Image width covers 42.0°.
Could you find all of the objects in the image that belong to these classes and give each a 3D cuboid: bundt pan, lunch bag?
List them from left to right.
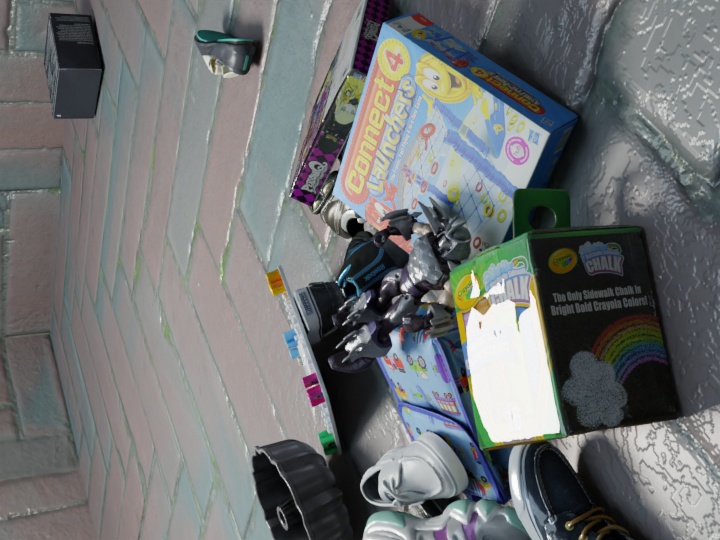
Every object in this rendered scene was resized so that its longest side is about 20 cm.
[{"bbox_3d":[-0.075,0.323,1.280,0.202,0.075,0.205,45,145,44],"label":"bundt pan"},{"bbox_3d":[0.098,0.143,0.975,0.150,0.093,0.204,-1,106,62],"label":"lunch bag"}]

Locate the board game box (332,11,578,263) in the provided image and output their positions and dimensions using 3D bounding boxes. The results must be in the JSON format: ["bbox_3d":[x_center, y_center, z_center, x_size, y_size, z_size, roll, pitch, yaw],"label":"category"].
[{"bbox_3d":[0.081,-0.107,0.900,0.195,0.056,0.203,38,131,22],"label":"board game box"}]

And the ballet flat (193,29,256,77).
[{"bbox_3d":[-0.228,-0.356,1.553,0.199,0.072,0.075,31,121,56],"label":"ballet flat"}]

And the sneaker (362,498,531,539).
[{"bbox_3d":[0.079,0.308,0.924,0.197,0.078,0.142,-20,41,37],"label":"sneaker"}]

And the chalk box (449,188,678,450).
[{"bbox_3d":[0.160,0.035,0.778,0.124,0.122,0.205,-29,67,60],"label":"chalk box"}]

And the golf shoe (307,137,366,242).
[{"bbox_3d":[0.011,-0.115,1.125,0.095,0.077,0.201,50,140,16],"label":"golf shoe"}]

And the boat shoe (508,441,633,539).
[{"bbox_3d":[0.198,0.228,0.793,0.091,0.070,0.204,-45,60,54],"label":"boat shoe"}]

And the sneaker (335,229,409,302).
[{"bbox_3d":[0.000,0.000,1.088,0.074,0.082,0.200,51,166,1],"label":"sneaker"}]

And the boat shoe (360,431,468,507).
[{"bbox_3d":[0.048,0.218,0.987,0.073,0.068,0.200,58,158,-3],"label":"boat shoe"}]

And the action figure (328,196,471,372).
[{"bbox_3d":[0.042,0.018,0.887,0.200,0.068,0.132,-48,43,39],"label":"action figure"}]

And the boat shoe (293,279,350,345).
[{"bbox_3d":[-0.051,0.048,1.252,0.200,0.067,0.075,96,152,-76],"label":"boat shoe"}]

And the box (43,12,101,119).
[{"bbox_3d":[-0.787,-0.554,2.562,0.201,0.121,0.202,123,136,-52],"label":"box"}]

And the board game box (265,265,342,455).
[{"bbox_3d":[-0.076,0.127,1.266,0.201,0.025,0.203,83,167,-58],"label":"board game box"}]

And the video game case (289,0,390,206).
[{"bbox_3d":[-0.023,-0.203,1.083,0.202,0.035,0.183,-82,18,-50],"label":"video game case"}]

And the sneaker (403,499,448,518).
[{"bbox_3d":[0.066,0.335,1.013,0.076,0.112,0.203,-50,48,51],"label":"sneaker"}]
